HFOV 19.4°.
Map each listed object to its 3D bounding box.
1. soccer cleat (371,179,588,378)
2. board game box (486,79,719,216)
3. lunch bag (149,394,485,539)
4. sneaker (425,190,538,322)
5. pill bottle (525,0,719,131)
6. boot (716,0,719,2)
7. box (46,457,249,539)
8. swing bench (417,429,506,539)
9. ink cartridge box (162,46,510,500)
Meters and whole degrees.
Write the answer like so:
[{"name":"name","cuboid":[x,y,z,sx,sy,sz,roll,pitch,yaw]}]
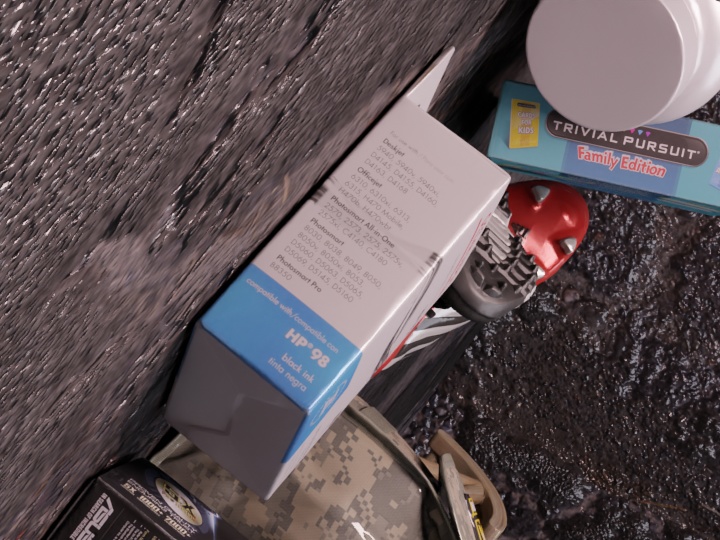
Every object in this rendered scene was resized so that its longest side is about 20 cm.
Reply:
[{"name":"soccer cleat","cuboid":[0.049,0.006,1.295,0.200,0.069,0.085,-34,-176,-9]},{"name":"board game box","cuboid":[0.154,-0.071,1.257,0.200,0.151,0.047,-15,117,-86]},{"name":"lunch bag","cuboid":[-0.002,0.133,1.133,0.118,0.200,0.164,-51,173,-1]},{"name":"sneaker","cuboid":[0.044,-0.003,1.166,0.090,0.066,0.200,-44,-164,14]},{"name":"pill bottle","cuboid":[0.163,-0.146,1.145,0.112,0.112,0.200,-56,172,32]},{"name":"boot","cuboid":[0.183,-0.215,0.936,0.200,0.107,0.075,-54,172,2]},{"name":"box","cuboid":[-0.109,0.217,0.993,0.200,0.164,0.086,-53,173,6]},{"name":"swing bench","cuboid":[-0.017,0.212,1.441,0.200,0.130,0.199,17,114,-49]},{"name":"ink cartridge box","cuboid":[0.000,0.000,0.994,0.200,0.067,0.116,-49,172,-27]}]
